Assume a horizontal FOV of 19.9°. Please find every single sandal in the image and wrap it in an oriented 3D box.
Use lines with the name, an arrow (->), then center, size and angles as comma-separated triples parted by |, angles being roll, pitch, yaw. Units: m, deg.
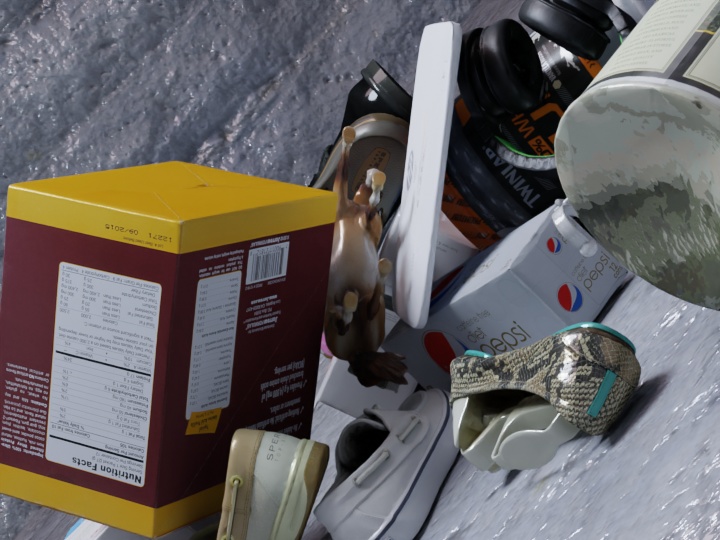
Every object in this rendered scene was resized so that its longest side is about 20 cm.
sandal -> -0.011, -0.027, 1.549 | 0.201, 0.081, 0.055 | -58, 25, 32

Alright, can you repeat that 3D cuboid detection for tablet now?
tablet -> 0.042, -0.066, 1.388 | 0.130, 0.014, 0.202 | -142, 59, -82

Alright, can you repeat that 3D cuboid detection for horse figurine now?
horse figurine -> 0.000, 0.000, 1.407 | 0.133, 0.050, 0.201 | 100, 168, -61

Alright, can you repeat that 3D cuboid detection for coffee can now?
coffee can -> 0.210, -0.099, 1.043 | 0.200, 0.146, 0.146 | -50, 8, -30

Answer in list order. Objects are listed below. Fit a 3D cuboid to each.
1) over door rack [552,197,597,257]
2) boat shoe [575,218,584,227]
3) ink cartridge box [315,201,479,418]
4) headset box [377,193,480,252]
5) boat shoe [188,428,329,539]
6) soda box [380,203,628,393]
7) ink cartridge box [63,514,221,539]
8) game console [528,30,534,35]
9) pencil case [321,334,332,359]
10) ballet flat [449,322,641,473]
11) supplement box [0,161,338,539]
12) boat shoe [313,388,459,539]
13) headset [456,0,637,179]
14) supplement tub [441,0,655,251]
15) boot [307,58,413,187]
over door rack -> 0.212, -0.075, 1.294 | 0.148, 0.067, 0.200 | -43, -7, 22
boat shoe -> 0.141, -0.057, 1.552 | 0.200, 0.069, 0.074 | -45, 7, 15
ink cartridge box -> 0.025, 0.043, 1.552 | 0.116, 0.067, 0.201 | -65, -1, -72
headset box -> 0.072, -0.039, 1.700 | 0.200, 0.093, 0.174 | -53, 4, 25
boat shoe -> -0.077, 0.181, 1.281 | 0.074, 0.066, 0.201 | -65, -4, -65
soda box -> 0.092, 0.027, 1.367 | 0.064, 0.068, 0.200 | -51, 8, -29
ink cartridge box -> -0.138, 0.214, 1.446 | 0.129, 0.125, 0.200 | -45, 7, 11
game console -> 0.239, -0.201, 1.542 | 0.200, 0.170, 0.119 | -42, 26, 36
pencil case -> 0.020, -0.003, 1.944 | 0.200, 0.083, 0.086 | -48, 6, -18
ballet flat -> 0.089, 0.077, 1.146 | 0.076, 0.068, 0.200 | -65, 14, -16
supplement box -> -0.126, 0.044, 1.338 | 0.197, 0.132, 0.202 | -14, -67, -61
boat shoe -> 0.015, 0.120, 1.311 | 0.072, 0.066, 0.200 | -42, 8, 30
headset -> 0.123, -0.149, 1.366 | 0.123, 0.201, 0.094 | -38, -30, 20
supplement tub -> 0.143, -0.107, 1.448 | 0.200, 0.123, 0.123 | -40, 8, 17
boot -> -0.009, -0.073, 1.638 | 0.158, 0.079, 0.211 | -48, -8, -5
